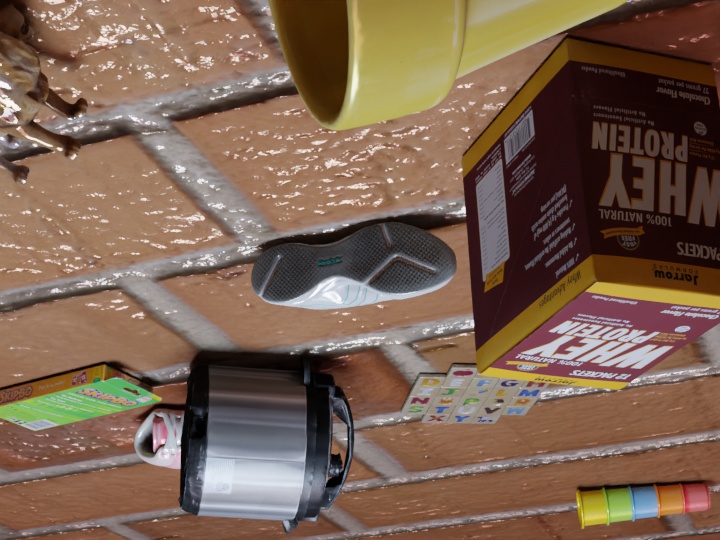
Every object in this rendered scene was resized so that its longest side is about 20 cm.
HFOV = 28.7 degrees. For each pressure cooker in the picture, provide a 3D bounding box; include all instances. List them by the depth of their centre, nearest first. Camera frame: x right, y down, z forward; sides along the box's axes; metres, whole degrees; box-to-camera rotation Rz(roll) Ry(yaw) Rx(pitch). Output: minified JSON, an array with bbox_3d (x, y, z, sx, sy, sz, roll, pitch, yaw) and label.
[{"bbox_3d":[-0.106,0.202,1.619,0.198,0.180,0.176,4,149,-9],"label":"pressure cooker"}]

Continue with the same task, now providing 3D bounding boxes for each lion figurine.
[{"bbox_3d":[-0.281,-0.120,1.044,0.122,0.073,0.199,25,148,-33],"label":"lion figurine"}]

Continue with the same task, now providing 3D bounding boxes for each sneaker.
[{"bbox_3d":[0.000,0.000,1.342,0.198,0.071,0.080,-5,165,20],"label":"sneaker"},{"bbox_3d":[-0.196,0.207,1.746,0.199,0.076,0.104,-14,158,33],"label":"sneaker"}]

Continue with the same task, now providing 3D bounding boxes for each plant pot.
[{"bbox_3d":[0.051,-0.194,0.786,0.187,0.202,0.201,-12,158,-13],"label":"plant pot"}]

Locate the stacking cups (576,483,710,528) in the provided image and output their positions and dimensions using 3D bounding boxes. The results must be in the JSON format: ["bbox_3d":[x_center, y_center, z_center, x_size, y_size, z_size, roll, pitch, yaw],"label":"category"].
[{"bbox_3d":[0.430,0.353,2.141,0.198,0.061,0.061,-7,155,5],"label":"stacking cups"}]

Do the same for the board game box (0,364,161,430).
[{"bbox_3d":[-0.341,0.152,1.674,0.198,0.030,0.095,-12,154,26],"label":"board game box"}]

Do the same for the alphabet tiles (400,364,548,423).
[{"bbox_3d":[0.142,0.156,1.748,0.165,0.006,0.200,2,155,-8],"label":"alphabet tiles"}]

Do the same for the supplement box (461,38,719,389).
[{"bbox_3d":[0.184,-0.036,1.107,0.132,0.202,0.197,7,154,-20],"label":"supplement box"}]
